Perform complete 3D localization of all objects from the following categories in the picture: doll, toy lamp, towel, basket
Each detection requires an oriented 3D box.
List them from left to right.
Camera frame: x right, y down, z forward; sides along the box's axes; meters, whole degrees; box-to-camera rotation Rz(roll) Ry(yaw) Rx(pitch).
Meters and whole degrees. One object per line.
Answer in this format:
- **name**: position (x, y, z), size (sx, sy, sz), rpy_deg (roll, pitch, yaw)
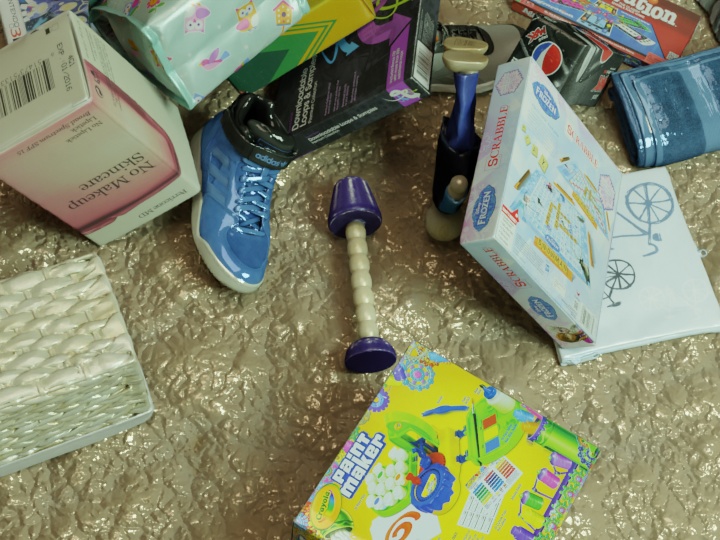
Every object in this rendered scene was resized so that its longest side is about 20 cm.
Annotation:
- **basket**: position (-0.297, 0.084, 1.176), size (0.198, 0.124, 0.137), rpy_deg (-18, 63, -17)
- **toy lamp**: position (0.000, 0.000, 1.297), size (0.057, 0.058, 0.202), rpy_deg (-2, 62, -7)
- **doll**: position (0.095, -0.122, 1.297), size (0.048, 0.202, 0.137), rpy_deg (6, 28, 3)
- **towel**: position (0.374, -0.182, 1.434), size (0.198, 0.049, 0.113), rpy_deg (-15, 78, -14)

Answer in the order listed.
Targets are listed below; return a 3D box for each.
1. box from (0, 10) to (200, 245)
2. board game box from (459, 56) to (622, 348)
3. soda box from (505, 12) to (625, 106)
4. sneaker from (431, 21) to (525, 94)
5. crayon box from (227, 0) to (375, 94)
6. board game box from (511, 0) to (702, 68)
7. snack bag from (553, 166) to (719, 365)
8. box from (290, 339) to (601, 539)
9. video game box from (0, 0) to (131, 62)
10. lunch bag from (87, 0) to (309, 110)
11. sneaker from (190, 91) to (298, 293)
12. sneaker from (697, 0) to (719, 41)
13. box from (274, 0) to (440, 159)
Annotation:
- **box**: position (-0.260, -0.128, 1.245), size (0.127, 0.200, 0.110), rpy_deg (-27, 61, 12)
- **board game box**: position (0.177, -0.061, 1.255), size (0.041, 0.200, 0.201), rpy_deg (-8, 54, 37)
- **soda box**: position (0.215, -0.216, 1.369), size (0.063, 0.071, 0.200), rpy_deg (36, 18, 15)
- **sneaker**: position (0.094, -0.236, 1.433), size (0.198, 0.080, 0.075), rpy_deg (-14, 59, -15)
- **crayon box**: position (-0.060, -0.280, 1.387), size (0.199, 0.051, 0.128), rpy_deg (-29, 40, 17)
- **board game box**: position (0.284, -0.298, 1.523), size (0.198, 0.020, 0.103), rpy_deg (28, 59, 11)
- **snack bag**: position (0.261, -0.007, 1.345), size (0.186, 0.021, 0.202), rpy_deg (-11, 64, -11)
- **box**: position (0.070, 0.206, 1.139), size (0.191, 0.122, 0.201), rpy_deg (30, 61, 12)
- **video game box**: position (-0.290, -0.270, 1.437), size (0.198, 0.047, 0.184), rpy_deg (-15, 64, -14)
- **lunch bag**: position (-0.175, -0.274, 1.334), size (0.170, 0.122, 0.200), rpy_deg (-40, 37, -12)
- **sneaker**: position (-0.109, -0.085, 1.296), size (0.076, 0.111, 0.202), rpy_deg (18, 47, -35)
- **sneaker**: position (0.435, -0.335, 1.539), size (0.081, 0.075, 0.202), rpy_deg (-9, 70, -21)
- **box**: position (-0.008, -0.205, 1.353), size (0.036, 0.199, 0.144), rpy_deg (35, 47, -35)
